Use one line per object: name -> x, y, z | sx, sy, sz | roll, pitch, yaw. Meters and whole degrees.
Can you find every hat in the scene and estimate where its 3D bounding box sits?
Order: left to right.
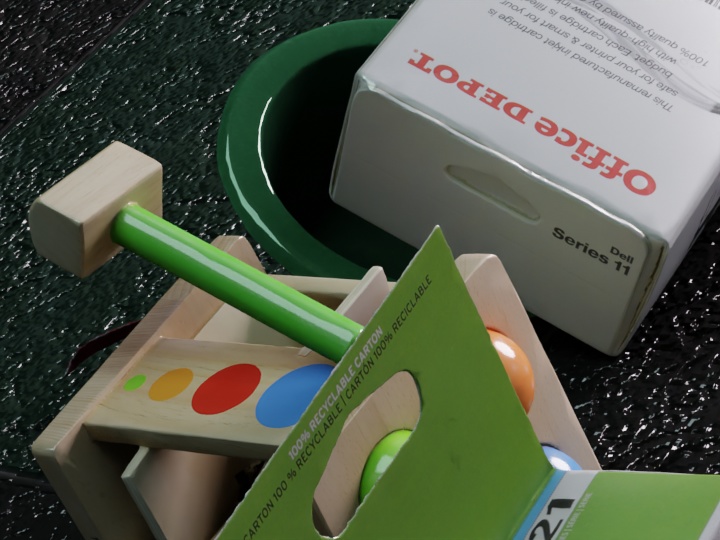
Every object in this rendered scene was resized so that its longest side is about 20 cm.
hat -> 0.000, 0.000, 1.147 | 0.200, 0.176, 0.166 | 33, 53, 13

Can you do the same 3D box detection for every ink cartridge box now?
ink cartridge box -> 0.056, 0.108, 0.744 | 0.076, 0.200, 0.148 | -1, 39, 38
ink cartridge box -> 0.097, -0.081, 1.063 | 0.146, 0.083, 0.200 | 30, 52, 12

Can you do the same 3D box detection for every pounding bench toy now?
pounding bench toy -> -0.020, 0.047, 0.903 | 0.156, 0.200, 0.124 | 3, 41, 43
